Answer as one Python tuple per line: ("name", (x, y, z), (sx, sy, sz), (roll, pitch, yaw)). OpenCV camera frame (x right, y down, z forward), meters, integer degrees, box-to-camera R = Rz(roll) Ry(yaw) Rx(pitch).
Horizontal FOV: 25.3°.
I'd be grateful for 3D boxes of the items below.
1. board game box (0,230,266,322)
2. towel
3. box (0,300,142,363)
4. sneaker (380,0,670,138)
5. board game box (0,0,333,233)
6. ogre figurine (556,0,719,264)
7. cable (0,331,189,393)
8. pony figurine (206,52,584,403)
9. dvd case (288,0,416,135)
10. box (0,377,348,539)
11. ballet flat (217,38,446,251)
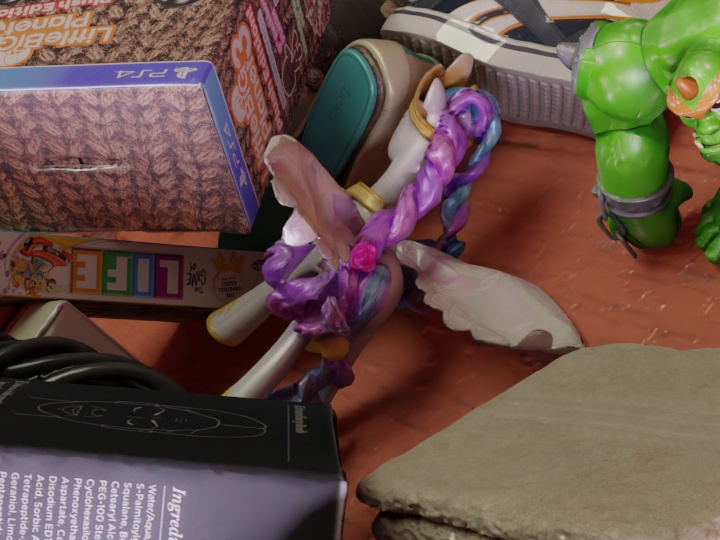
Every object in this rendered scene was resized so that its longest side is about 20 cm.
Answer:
("board game box", (-0.165, 0.005, 0.893), (0.134, 0.200, 0.034), (-8, 80, 60))
("towel", (0.097, 0.070, 0.578), (0.132, 0.035, 0.200), (-29, 14, -27))
("box", (-0.198, 0.099, 0.889), (0.200, 0.128, 0.109), (-6, 47, 49))
("sneaker", (0.096, -0.123, 0.846), (0.200, 0.078, 0.079), (24, 76, 48))
("board game box", (-0.119, -0.121, 0.866), (0.159, 0.097, 0.200), (0, 44, 16))
("ogre figurine", (0.163, -0.069, 0.643), (0.200, 0.120, 0.098), (5, 56, 55))
("cable", (-0.138, 0.115, 0.748), (0.051, 0.200, 0.163), (88, -169, -83))
("pony figurine", (0.000, 0.000, 0.764), (0.200, 0.166, 0.193), (-52, 17, 21))
("dvd case", (-0.064, -0.155, 0.980), (0.146, 0.200, 0.022), (-64, -13, -3))
("box", (-0.110, 0.108, 0.633), (0.148, 0.200, 0.107), (-114, 29, -85))
("ballet flat", (-0.013, -0.056, 0.905), (0.200, 0.069, 0.070), (-49, 19, 45))
